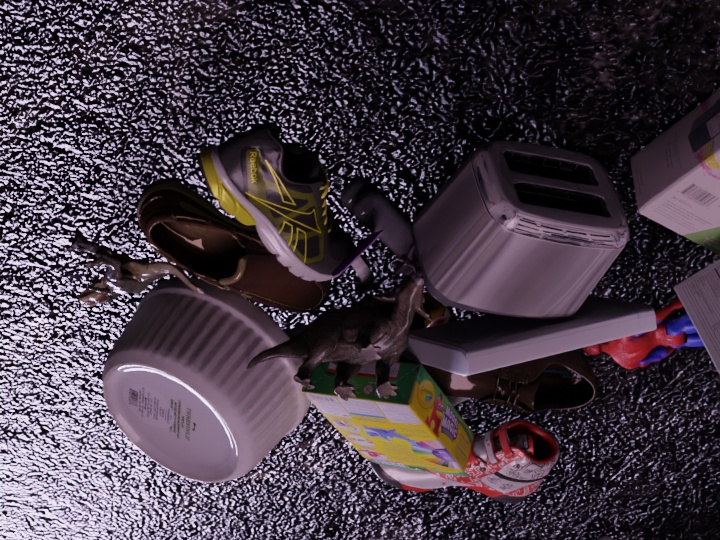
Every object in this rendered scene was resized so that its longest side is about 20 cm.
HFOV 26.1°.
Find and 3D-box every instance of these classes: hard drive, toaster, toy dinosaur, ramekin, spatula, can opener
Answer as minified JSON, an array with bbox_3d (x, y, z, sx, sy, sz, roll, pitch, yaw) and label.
[{"bbox_3d":[0.154,0.057,1.440,0.200,0.027,0.132,-12,-170,-24],"label":"hard drive"},{"bbox_3d":[0.137,-0.037,1.359,0.200,0.114,0.129,8,139,-28],"label":"toaster"},{"bbox_3d":[-0.007,0.065,1.420,0.200,0.102,0.077,-23,121,28],"label":"toy dinosaur"},{"bbox_3d":[-0.157,0.116,1.517,0.200,0.105,0.200,21,139,19],"label":"ramekin"},{"bbox_3d":[-0.227,-0.001,1.457,0.088,0.047,0.200,33,158,-29],"label":"toy dinosaur"},{"bbox_3d":[0.000,0.000,1.430,0.021,0.057,0.200,44,173,11],"label":"spatula"},{"bbox_3d":[0.066,-0.030,1.446,0.067,0.053,0.200,-46,129,3],"label":"can opener"}]

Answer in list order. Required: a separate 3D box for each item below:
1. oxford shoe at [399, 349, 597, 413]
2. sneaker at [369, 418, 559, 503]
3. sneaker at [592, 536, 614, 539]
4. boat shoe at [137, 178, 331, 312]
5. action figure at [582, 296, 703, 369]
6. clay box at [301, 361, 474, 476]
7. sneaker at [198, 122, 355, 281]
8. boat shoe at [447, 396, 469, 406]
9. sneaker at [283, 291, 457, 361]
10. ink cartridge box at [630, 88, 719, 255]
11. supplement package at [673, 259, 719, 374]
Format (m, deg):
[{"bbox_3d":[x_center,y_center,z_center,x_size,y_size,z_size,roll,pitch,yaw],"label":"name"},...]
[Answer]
[{"bbox_3d":[0.137,0.099,1.501,0.200,0.084,0.073,2,113,-13],"label":"oxford shoe"},{"bbox_3d":[0.119,0.198,1.709,0.201,0.067,0.108,13,140,-20],"label":"sneaker"},{"bbox_3d":[0.305,0.417,1.969,0.130,0.080,0.199,-25,135,31],"label":"sneaker"},{"bbox_3d":[-0.116,-0.006,1.422,0.202,0.075,0.075,26,113,-20],"label":"boat shoe"},{"bbox_3d":[0.319,0.059,1.535,0.200,0.052,0.065,-11,136,6],"label":"action figure"},{"bbox_3d":[0.034,0.145,1.518,0.115,0.048,0.200,6,156,25],"label":"clay box"},{"bbox_3d":[-0.055,-0.058,1.381,0.085,0.075,0.200,-31,139,21],"label":"sneaker"},{"bbox_3d":[0.079,0.106,1.591,0.200,0.072,0.069,-20,128,27],"label":"boat shoe"},{"bbox_3d":[-0.003,0.059,1.538,0.200,0.078,0.082,-12,137,2],"label":"sneaker"},{"bbox_3d":[0.341,-0.103,1.315,0.117,0.067,0.200,24,137,-28],"label":"ink cartridge box"},{"bbox_3d":[0.420,0.047,1.370,0.200,0.147,0.191,-33,150,17],"label":"supplement package"}]
